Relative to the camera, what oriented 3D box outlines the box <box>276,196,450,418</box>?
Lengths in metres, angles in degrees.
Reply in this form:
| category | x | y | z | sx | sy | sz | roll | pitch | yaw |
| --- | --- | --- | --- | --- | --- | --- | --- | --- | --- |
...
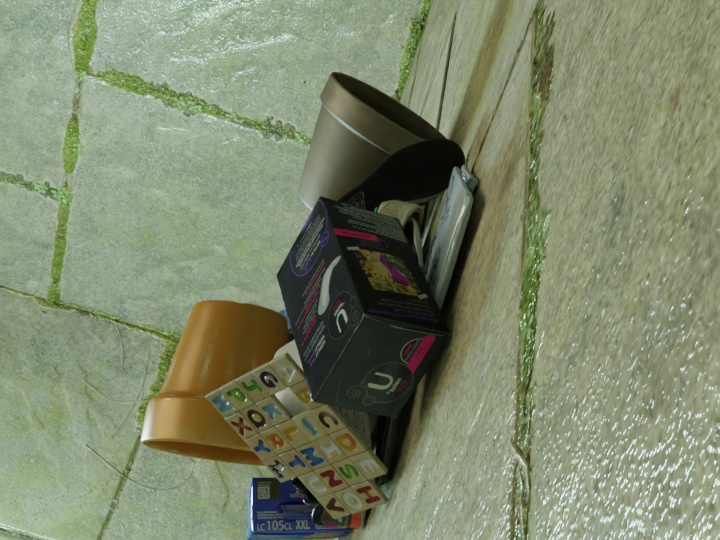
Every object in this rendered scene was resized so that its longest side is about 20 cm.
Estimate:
| category | x | y | z | sx | sy | sz | roll | pitch | yaw |
| --- | --- | --- | --- | --- | --- | --- | --- | --- | --- |
| box | -0.002 | 0.036 | 1.208 | 0.123 | 0.105 | 0.201 | -59 | 31 | 29 |

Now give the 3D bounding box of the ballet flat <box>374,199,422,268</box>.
| category | x | y | z | sx | sy | sz | roll | pitch | yaw |
| --- | --- | --- | --- | --- | --- | --- | --- | --- | --- |
| ballet flat | 0.038 | 0.012 | 1.338 | 0.067 | 0.062 | 0.203 | 40 | -127 | -65 |

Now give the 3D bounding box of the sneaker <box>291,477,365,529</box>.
| category | x | y | z | sx | sy | sz | roll | pitch | yaw |
| --- | --- | --- | --- | --- | --- | --- | --- | --- | --- |
| sneaker | -0.049 | 0.242 | 1.447 | 0.200 | 0.081 | 0.078 | -116 | 28 | -59 |

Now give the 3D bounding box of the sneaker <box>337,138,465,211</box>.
| category | x | y | z | sx | sy | sz | roll | pitch | yaw |
| --- | --- | --- | --- | --- | --- | --- | --- | --- | --- |
| sneaker | 0.045 | -0.084 | 1.458 | 0.199 | 0.084 | 0.121 | -32 | -11 | -3 |

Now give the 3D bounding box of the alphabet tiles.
| category | x | y | z | sx | sy | sz | roll | pitch | yaw |
| --- | --- | --- | --- | --- | --- | --- | --- | --- | --- |
| alphabet tiles | -0.062 | 0.188 | 1.251 | 0.167 | 0.200 | 0.008 | -29 | 14 | 47 |

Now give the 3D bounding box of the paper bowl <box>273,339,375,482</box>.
| category | x | y | z | sx | sy | sz | roll | pitch | yaw |
| --- | --- | --- | --- | --- | --- | --- | --- | --- | --- |
| paper bowl | -0.044 | 0.156 | 1.347 | 0.201 | 0.103 | 0.203 | 173 | 90 | -88 |

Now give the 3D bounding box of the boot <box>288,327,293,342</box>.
| category | x | y | z | sx | sy | sz | roll | pitch | yaw |
| --- | --- | --- | --- | --- | --- | --- | --- | --- | --- |
| boot | -0.112 | 0.121 | 1.575 | 0.146 | 0.200 | 0.070 | -50 | -13 | 32 |

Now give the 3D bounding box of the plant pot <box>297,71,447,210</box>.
| category | x | y | z | sx | sy | sz | roll | pitch | yaw |
| --- | --- | --- | --- | --- | --- | --- | --- | --- | --- |
| plant pot | 0.003 | -0.154 | 1.631 | 0.175 | 0.199 | 0.200 | -58 | 8 | 17 |

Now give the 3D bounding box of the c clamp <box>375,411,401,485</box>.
| category | x | y | z | sx | sy | sz | roll | pitch | yaw |
| --- | --- | --- | --- | --- | --- | --- | --- | --- | --- |
| c clamp | 0.034 | 0.150 | 1.346 | 0.200 | 0.027 | 0.173 | -89 | 12 | -74 |

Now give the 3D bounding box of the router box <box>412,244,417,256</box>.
| category | x | y | z | sx | sy | sz | roll | pitch | yaw |
| --- | --- | --- | --- | --- | --- | --- | --- | --- | --- |
| router box | 0.000 | 0.000 | 1.564 | 0.200 | 0.156 | 0.053 | -80 | -31 | -75 |

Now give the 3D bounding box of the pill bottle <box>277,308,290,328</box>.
| category | x | y | z | sx | sy | sz | roll | pitch | yaw |
| --- | --- | --- | --- | --- | --- | --- | --- | --- | --- |
| pill bottle | -0.051 | 0.087 | 1.678 | 0.113 | 0.198 | 0.112 | 61 | -172 | -15 |

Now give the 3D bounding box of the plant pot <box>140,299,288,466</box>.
| category | x | y | z | sx | sy | sz | roll | pitch | yaw |
| --- | --- | --- | --- | --- | --- | --- | --- | --- | --- |
| plant pot | -0.167 | 0.142 | 1.476 | 0.200 | 0.198 | 0.186 | 118 | 160 | -74 |

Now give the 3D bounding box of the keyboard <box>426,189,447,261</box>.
| category | x | y | z | sx | sy | sz | roll | pitch | yaw |
| --- | --- | --- | --- | --- | --- | --- | --- | --- | --- |
| keyboard | 0.088 | -0.016 | 1.455 | 0.056 | 0.011 | 0.202 | 121 | 165 | -78 |

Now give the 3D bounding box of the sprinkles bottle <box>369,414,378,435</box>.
| category | x | y | z | sx | sy | sz | roll | pitch | yaw |
| --- | --- | --- | --- | --- | --- | --- | --- | --- | --- |
| sprinkles bottle | -0.001 | 0.178 | 1.524 | 0.069 | 0.067 | 0.201 | -77 | 5 | -49 |

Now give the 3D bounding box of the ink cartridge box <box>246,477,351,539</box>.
| category | x | y | z | sx | sy | sz | roll | pitch | yaw |
| --- | --- | --- | --- | --- | --- | --- | --- | --- | --- |
| ink cartridge box | -0.085 | 0.321 | 1.558 | 0.200 | 0.135 | 0.077 | 113 | 157 | -71 |

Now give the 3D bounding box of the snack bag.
| category | x | y | z | sx | sy | sz | roll | pitch | yaw |
| --- | --- | --- | --- | --- | --- | --- | --- | --- | --- |
| snack bag | 0.093 | -0.015 | 1.271 | 0.200 | 0.021 | 0.191 | -86 | 12 | -78 |
